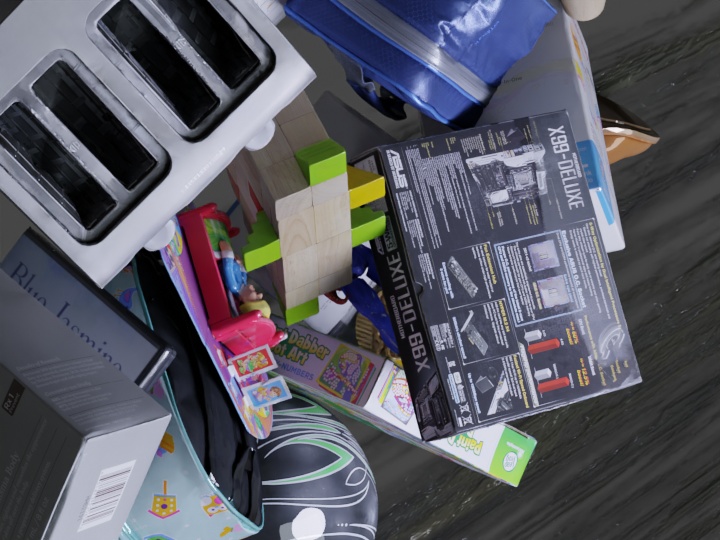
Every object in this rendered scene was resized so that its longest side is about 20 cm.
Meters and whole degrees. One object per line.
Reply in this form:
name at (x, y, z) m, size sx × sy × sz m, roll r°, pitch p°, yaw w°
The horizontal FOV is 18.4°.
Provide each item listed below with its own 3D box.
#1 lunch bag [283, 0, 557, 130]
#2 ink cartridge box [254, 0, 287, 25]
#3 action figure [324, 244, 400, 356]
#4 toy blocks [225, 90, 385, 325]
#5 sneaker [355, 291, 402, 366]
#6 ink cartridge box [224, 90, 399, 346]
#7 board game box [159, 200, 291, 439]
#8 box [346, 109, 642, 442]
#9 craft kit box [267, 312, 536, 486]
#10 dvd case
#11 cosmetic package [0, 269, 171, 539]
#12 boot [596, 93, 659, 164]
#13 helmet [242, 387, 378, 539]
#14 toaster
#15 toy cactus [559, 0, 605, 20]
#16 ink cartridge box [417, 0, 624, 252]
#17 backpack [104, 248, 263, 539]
lunch bag at (0.038, -0.172, 1.525) m, size 0.133 × 0.136 × 0.200 m, roll -53°, pitch 164°, yaw 5°
ink cartridge box at (-0.106, -0.169, 1.422) m, size 0.161 × 0.050 × 0.200 m, roll -46°, pitch 173°, yaw -14°
action figure at (0.000, 0.000, 1.558) m, size 0.065 × 0.200 × 0.052 m, roll -47°, pitch 166°, yaw -7°
toy blocks at (-0.057, -0.072, 1.474) m, size 0.100 × 0.137 × 0.200 m, roll -22°, pitch 154°, yaw -10°
sneaker at (0.101, 0.038, 1.692) m, size 0.090 × 0.199 × 0.075 m, roll 29°, pitch 59°, yaw -66°
ink cartridge box at (-0.012, -0.028, 1.696) m, size 0.145 × 0.084 × 0.200 m, roll -51°, pitch 155°, yaw -2°
board game box at (-0.084, 0.012, 1.503) m, size 0.039 × 0.158 × 0.201 m, roll -21°, pitch 111°, yaw 8°
box at (0.092, 0.001, 1.514) m, size 0.157 × 0.201 × 0.050 m, roll -13°, pitch 175°, yaw -29°
craft kit box at (0.002, 0.088, 1.673) m, size 0.197 × 0.200 × 0.049 m, roll 34°, pitch 79°, yaw -45°
dvd case at (-0.224, 0.090, 1.417) m, size 0.200 × 0.143 × 0.018 m, roll -53°, pitch 152°, yaw 0°
cosmetic package at (-0.221, 0.079, 1.345) m, size 0.090 × 0.200 × 0.107 m, roll -15°, pitch 134°, yaw -55°
boot at (0.172, -0.074, 1.959) m, size 0.200 × 0.077 × 0.156 m, roll -11°, pitch 131°, yaw -51°
helmet at (-0.081, 0.181, 1.712) m, size 0.190 × 0.200 × 0.200 m, roll -21°, pitch 147°, yaw -10°
toaster at (-0.147, -0.118, 1.238) m, size 0.181 × 0.119 × 0.200 m, roll -44°, pitch 123°, yaw -4°
toy cactus at (0.151, -0.241, 1.558) m, size 0.165 × 0.199 × 0.103 m, roll 74°, pitch 22°, yaw -62°
ink cartridge box at (0.115, -0.115, 1.675) m, size 0.125 × 0.201 × 0.129 m, roll -12°, pitch 158°, yaw 11°
backpack at (-0.150, 0.105, 1.498) m, size 0.153 × 0.200 × 0.176 m, roll -29°, pitch 154°, yaw 1°
